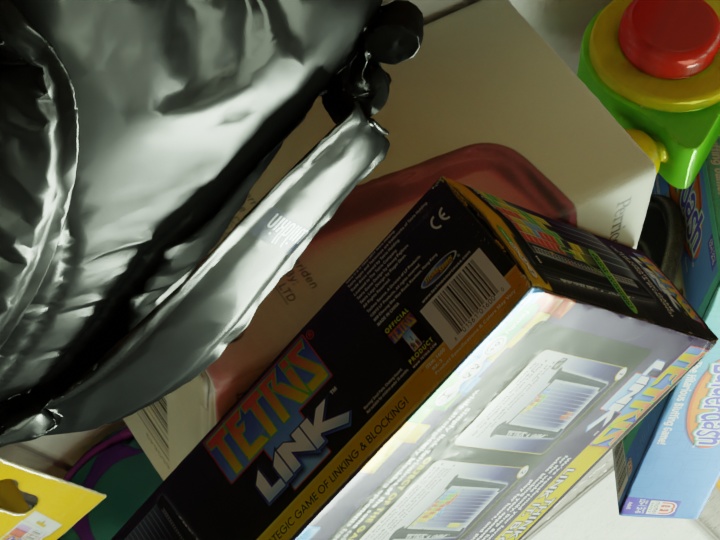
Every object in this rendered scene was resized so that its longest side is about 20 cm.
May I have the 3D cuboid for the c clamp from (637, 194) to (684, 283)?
[{"bbox_3d":[0.084,0.053,0.881,0.200,0.027,0.171,-37,-152,54],"label":"c clamp"}]

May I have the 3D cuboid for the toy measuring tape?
[{"bbox_3d":[0.143,-0.109,0.808,0.200,0.073,0.074,-55,163,-31],"label":"toy measuring tape"}]

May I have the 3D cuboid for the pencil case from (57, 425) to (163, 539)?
[{"bbox_3d":[-0.072,0.141,0.899,0.085,0.093,0.200,-1,157,18],"label":"pencil case"}]

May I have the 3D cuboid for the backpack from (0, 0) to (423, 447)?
[{"bbox_3d":[-0.099,-0.038,0.561,0.166,0.127,0.200,5,133,-37],"label":"backpack"}]

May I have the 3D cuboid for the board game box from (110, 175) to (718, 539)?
[{"bbox_3d":[0.019,0.067,0.696,0.200,0.057,0.165,-47,153,16],"label":"board game box"}]

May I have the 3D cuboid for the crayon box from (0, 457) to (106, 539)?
[{"bbox_3d":[-0.214,0.124,0.748,0.200,0.052,0.126,-41,152,7],"label":"crayon box"}]

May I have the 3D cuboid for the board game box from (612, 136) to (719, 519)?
[{"bbox_3d":[0.157,0.002,0.895,0.045,0.153,0.200,3,143,-5],"label":"board game box"}]

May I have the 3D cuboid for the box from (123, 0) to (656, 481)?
[{"bbox_3d":[0.000,0.000,0.750,0.199,0.109,0.128,-26,149,-21],"label":"box"}]
